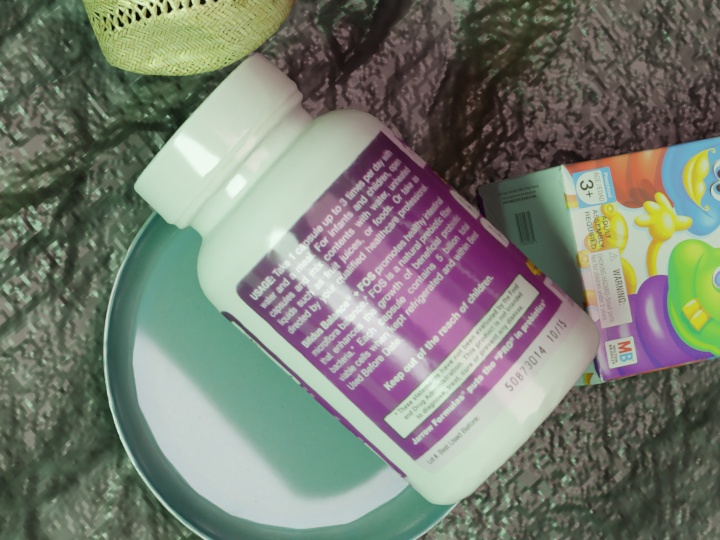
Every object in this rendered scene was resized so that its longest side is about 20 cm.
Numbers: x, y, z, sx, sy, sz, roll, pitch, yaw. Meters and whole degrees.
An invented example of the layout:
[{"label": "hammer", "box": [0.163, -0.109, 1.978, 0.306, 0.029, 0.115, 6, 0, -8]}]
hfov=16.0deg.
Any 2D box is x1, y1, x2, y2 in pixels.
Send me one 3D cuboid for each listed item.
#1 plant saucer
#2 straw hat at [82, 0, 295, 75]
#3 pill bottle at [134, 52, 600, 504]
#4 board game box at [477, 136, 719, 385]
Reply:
[{"label": "plant saucer", "box": [-0.026, 0.040, 1.197, 0.200, 0.027, 0.200, 2, 85, -20]}, {"label": "straw hat", "box": [-0.076, -0.131, 1.120, 0.201, 0.201, 0.085, -22, 107, -20]}, {"label": "pill bottle", "box": [0.000, 0.000, 1.131, 0.200, 0.112, 0.112, 43, 73, -2]}, {"label": "board game box", "box": [0.174, -0.012, 1.232, 0.200, 0.105, 0.103, -11, 90, -19]}]
